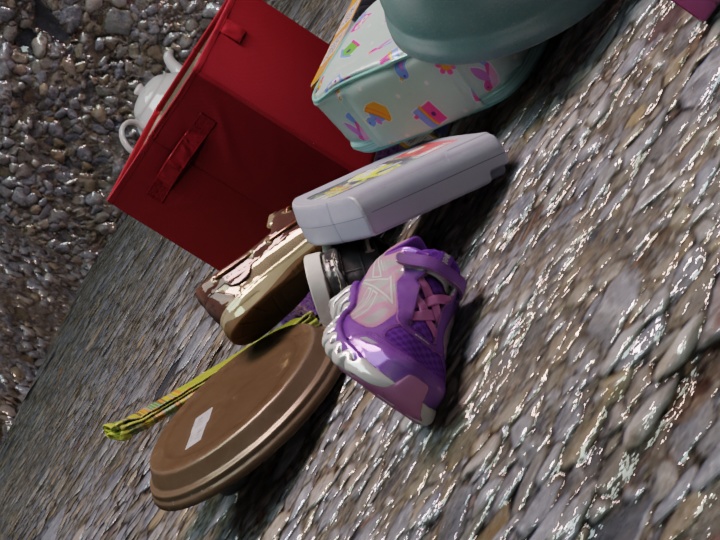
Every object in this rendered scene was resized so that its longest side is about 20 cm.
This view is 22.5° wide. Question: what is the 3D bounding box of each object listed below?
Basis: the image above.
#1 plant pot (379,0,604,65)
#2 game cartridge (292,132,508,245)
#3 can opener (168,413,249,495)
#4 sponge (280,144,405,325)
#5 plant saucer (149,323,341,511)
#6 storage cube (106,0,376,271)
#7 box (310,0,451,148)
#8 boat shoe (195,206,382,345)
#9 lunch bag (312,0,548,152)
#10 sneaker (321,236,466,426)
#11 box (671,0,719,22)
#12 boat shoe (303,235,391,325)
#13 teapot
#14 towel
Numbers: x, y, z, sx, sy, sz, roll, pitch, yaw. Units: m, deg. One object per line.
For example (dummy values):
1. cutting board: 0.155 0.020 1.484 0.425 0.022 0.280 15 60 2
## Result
1. plant pot: 0.084 -0.262 1.290 0.199 0.134 0.201 -19 38 16
2. game cartridge: 0.020 -0.059 1.343 0.133 0.041 0.200 -29 8 -12
3. can opener: -0.126 0.143 1.560 0.066 0.053 0.200 -41 15 4
4. sponge: -0.019 -0.044 1.651 0.201 0.030 0.112 -61 12 -13
5. plant saucer: -0.094 0.109 1.429 0.200 0.030 0.200 -37 17 13
6. storage cube: -0.095 -0.117 1.639 0.171 0.179 0.200 -51 12 32
7. box: 0.047 -0.206 1.569 0.041 0.119 0.201 -40 22 55
8. boat shoe: -0.051 -0.026 1.501 0.200 0.072 0.072 -42 -26 -9
9. lunch bag: 0.068 -0.182 1.419 0.199 0.077 0.161 -19 30 40
10. sneaker: 0.030 0.029 1.154 0.089 0.080 0.200 -48 12 10
11. box: 0.212 -0.274 1.101 0.176 0.096 0.200 -54 12 22
12. boat shoe: 0.000 0.000 1.381 0.060 0.074 0.200 -15 0 6
13. teapot: -0.405 -0.334 3.749 0.198 0.146 0.200 -56 12 12
14. towel: -0.131 0.090 1.564 0.199 0.018 0.086 -30 7 -18
